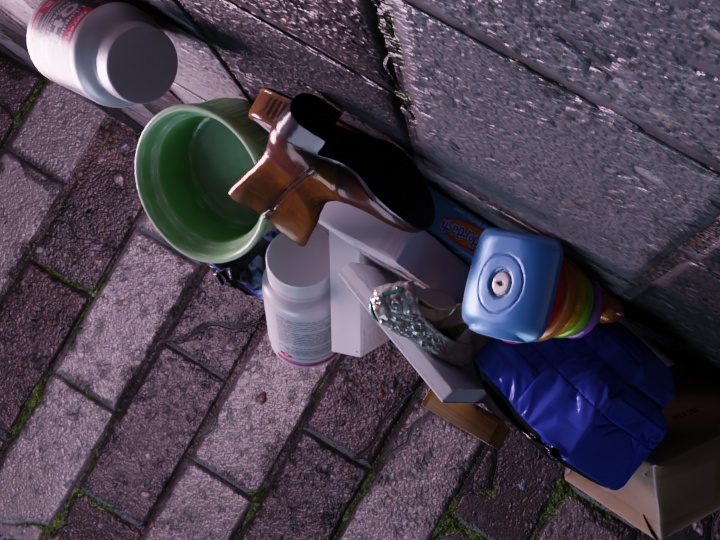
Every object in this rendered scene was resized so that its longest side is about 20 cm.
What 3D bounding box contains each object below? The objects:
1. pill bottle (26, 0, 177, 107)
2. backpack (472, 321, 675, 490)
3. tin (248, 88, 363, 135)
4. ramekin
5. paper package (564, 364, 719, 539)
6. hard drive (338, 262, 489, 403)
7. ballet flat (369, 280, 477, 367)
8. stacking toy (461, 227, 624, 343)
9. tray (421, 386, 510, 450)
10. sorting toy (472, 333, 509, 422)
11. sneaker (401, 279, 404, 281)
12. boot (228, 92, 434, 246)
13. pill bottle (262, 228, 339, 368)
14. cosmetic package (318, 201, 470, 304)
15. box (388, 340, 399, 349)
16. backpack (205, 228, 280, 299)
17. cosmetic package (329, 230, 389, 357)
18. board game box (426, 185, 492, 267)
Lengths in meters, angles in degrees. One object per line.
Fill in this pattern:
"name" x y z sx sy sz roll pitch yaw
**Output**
"pill bottle" -0.278 -0.240 1.256 0.110 0.111 0.199 33 176 -40
"backpack" 0.243 0.126 1.315 0.200 0.168 0.162 41 180 45
"tin" -0.042 -0.142 1.262 0.199 0.042 0.112 29 173 36
"ramekin" -0.174 -0.119 1.440 0.199 0.201 0.098 30 -148 17
"paper package" 0.376 0.215 1.415 0.190 0.199 0.104 27 131 57
"hard drive" 0.067 0.075 1.373 0.200 0.026 0.132 51 -164 23
"ballet flat" 0.089 0.058 1.296 0.071 0.072 0.199 28 -178 41
"stacking toy" 0.209 0.031 1.204 0.199 0.111 0.116 14 180 -42
"tray" 0.138 0.187 1.470 0.098 0.037 0.200 29 175 13
"sorting toy" 0.190 0.096 1.501 0.199 0.181 0.107 32 177 -20
"sneaker" 0.034 -0.006 1.645 0.201 0.084 0.073 56 -174 32
"boot" -0.035 -0.068 1.193 0.187 0.069 0.200 32 146 -7
"pill bottle" -0.074 0.037 1.553 0.113 0.114 0.201 30 152 18
"cosmetic package" 0.041 -0.027 1.329 0.150 0.052 0.200 32 179 35
"box" 0.072 0.086 1.599 0.116 0.060 0.200 34 179 -35
"backpack" -0.166 -0.057 1.622 0.183 0.147 0.200 46 176 20
"cosmetic package" 0.000 0.000 1.466 0.050 0.202 0.082 8 -162 29
"board game box" 0.110 -0.041 1.332 0.199 0.045 0.152 32 177 -9
